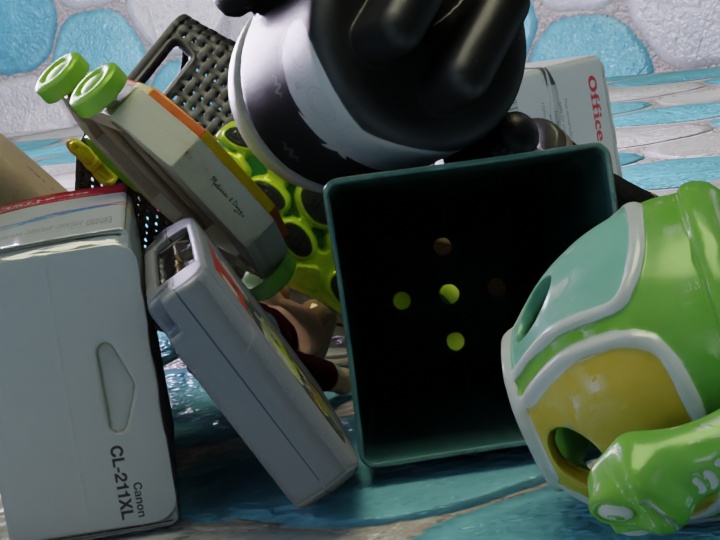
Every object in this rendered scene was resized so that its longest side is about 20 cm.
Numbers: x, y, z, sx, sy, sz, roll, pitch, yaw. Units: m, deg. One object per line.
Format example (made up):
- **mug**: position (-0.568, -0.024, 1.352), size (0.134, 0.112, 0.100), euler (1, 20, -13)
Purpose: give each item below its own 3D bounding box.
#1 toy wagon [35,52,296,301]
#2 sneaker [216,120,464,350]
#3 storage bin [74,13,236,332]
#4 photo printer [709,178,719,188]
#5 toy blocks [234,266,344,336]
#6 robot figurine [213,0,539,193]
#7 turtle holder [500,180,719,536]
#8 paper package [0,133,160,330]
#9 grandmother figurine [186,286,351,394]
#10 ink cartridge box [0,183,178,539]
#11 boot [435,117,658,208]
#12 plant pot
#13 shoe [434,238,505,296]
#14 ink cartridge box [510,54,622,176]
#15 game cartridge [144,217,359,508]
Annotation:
- **toy wagon**: position (-0.115, -0.059, 1.111), size (0.040, 0.155, 0.200), euler (-46, 26, -9)
- **sneaker**: position (-0.018, -0.013, 1.220), size (0.074, 0.200, 0.084), euler (-49, 8, 1)
- **storage bin**: position (-0.122, -0.060, 1.360), size (0.094, 0.200, 0.135), euler (30, 60, 8)
- **photo printer**: position (0.255, -0.015, 1.260), size (0.166, 0.069, 0.200), euler (4, 14, 40)
- **toy blocks**: position (0.000, 0.000, 1.379), size (0.137, 0.100, 0.200), euler (10, 17, 27)
- **robot figurine**: position (0.009, -0.110, 1.030), size (0.125, 0.150, 0.200), euler (-19, -1, -26)
- **turtle holder**: position (0.134, 0.052, 0.830), size (0.132, 0.141, 0.186), euler (-21, 46, 13)
- **paper package**: position (-0.221, -0.015, 1.212), size (0.103, 0.200, 0.191), euler (-49, 13, 0)
- **grandmother figurine**: position (-0.059, 0.041, 1.160), size (0.121, 0.061, 0.200), euler (21, 7, 8)
- **ink cartridge box**: position (-0.145, 0.041, 1.008), size (0.083, 0.146, 0.200), euler (-9, 9, -5)
- **boot**: position (0.124, -0.047, 1.393), size (0.151, 0.073, 0.200), euler (26, -18, -29)
- **plant pot**: position (0.057, 0.014, 1.055), size (0.141, 0.141, 0.200), euler (-8, 2, -2)
- **shoe**: position (0.070, -0.025, 1.313), size (0.200, 0.053, 0.070), euler (15, -29, -21)
- **ink cartridge box**: position (0.118, -0.088, 1.597), size (0.083, 0.145, 0.200), euler (-3, 10, 42)
- **game cartridge**: position (-0.054, 0.045, 0.962), size (0.041, 0.133, 0.200), euler (-32, 12, -1)
